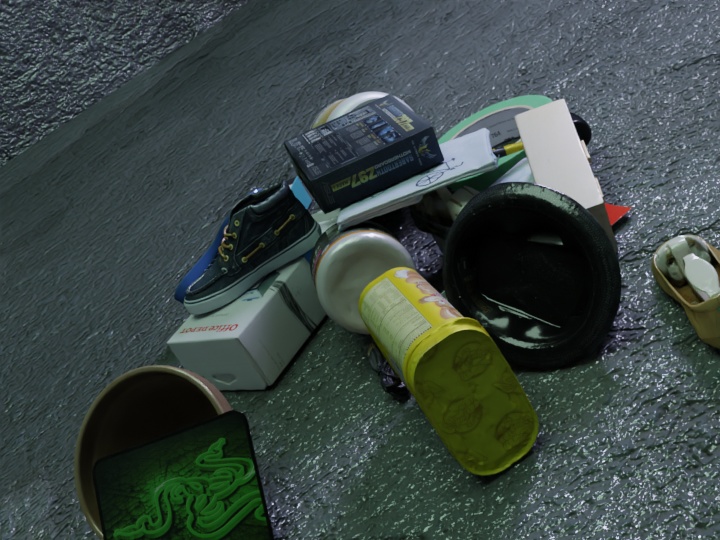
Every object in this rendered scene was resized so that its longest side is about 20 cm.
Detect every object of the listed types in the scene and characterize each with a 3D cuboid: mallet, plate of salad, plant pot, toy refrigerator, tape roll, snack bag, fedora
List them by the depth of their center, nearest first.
[{"bbox_3d":[0.184,0.002,1.185,0.200,0.202,0.091,-13,-2,36],"label":"fedora"},{"bbox_3d":[-0.198,0.204,1.246,0.200,0.202,0.093,-22,-17,20],"label":"plant pot"},{"bbox_3d":[0.231,-0.101,1.315,0.070,0.076,0.201,-19,40,10],"label":"toy refrigerator"},{"bbox_3d":[0.069,-0.111,1.389,0.199,0.021,0.189,-21,16,10],"label":"snack bag"},{"bbox_3d":[0.185,-0.153,1.457,0.199,0.041,0.066,-15,19,7],"label":"mallet"},{"bbox_3d":[0.179,-0.160,1.573,0.200,0.048,0.201,-27,26,14],"label":"tape roll"},{"bbox_3d":[-0.039,-0.057,1.629,0.199,0.048,0.200,-17,9,3],"label":"plate of salad"}]

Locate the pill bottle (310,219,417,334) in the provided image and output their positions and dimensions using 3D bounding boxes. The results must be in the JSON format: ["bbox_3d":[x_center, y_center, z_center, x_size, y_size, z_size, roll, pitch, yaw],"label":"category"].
[{"bbox_3d":[0.000,0.000,1.381,0.116,0.117,0.200,-32,10,0],"label":"pill bottle"}]

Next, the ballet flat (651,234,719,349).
[{"bbox_3d":[0.317,0.001,1.101,0.068,0.063,0.200,-29,25,6],"label":"ballet flat"}]

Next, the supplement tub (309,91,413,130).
[{"bbox_3d":[0.008,-0.174,1.638,0.144,0.145,0.200,-35,10,-7],"label":"supplement tub"}]

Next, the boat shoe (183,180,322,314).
[{"bbox_3d":[-0.153,-0.031,1.468,0.200,0.091,0.071,-33,24,3],"label":"boat shoe"}]

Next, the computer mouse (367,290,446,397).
[{"bbox_3d":[0.098,0.057,1.283,0.200,0.044,0.110,-38,19,1],"label":"computer mouse"}]

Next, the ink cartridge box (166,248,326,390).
[{"bbox_3d":[-0.128,0.054,1.498,0.146,0.086,0.200,-7,33,43],"label":"ink cartridge box"}]

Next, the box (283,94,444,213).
[{"bbox_3d":[0.000,-0.146,1.432,0.157,0.051,0.200,-26,24,-4],"label":"box"}]

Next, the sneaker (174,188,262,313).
[{"bbox_3d":[-0.173,-0.016,1.636,0.200,0.078,0.070,-54,-13,2],"label":"sneaker"}]

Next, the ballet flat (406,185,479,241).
[{"bbox_3d":[0.112,-0.068,1.355,0.074,0.074,0.200,-41,26,-19],"label":"ballet flat"}]

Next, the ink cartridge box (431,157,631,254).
[{"bbox_3d":[0.194,-0.057,1.367,0.160,0.047,0.200,-38,23,-12],"label":"ink cartridge box"}]

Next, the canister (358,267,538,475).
[{"bbox_3d":[0.077,0.088,1.124,0.086,0.149,0.200,-34,23,-3],"label":"canister"}]

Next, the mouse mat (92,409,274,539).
[{"bbox_3d":[-0.181,0.243,1.177,0.199,0.162,0.008,-22,-17,21],"label":"mouse mat"}]

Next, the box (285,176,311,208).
[{"bbox_3d":[-0.142,-0.059,1.760,0.082,0.049,0.200,-18,28,27],"label":"box"}]
